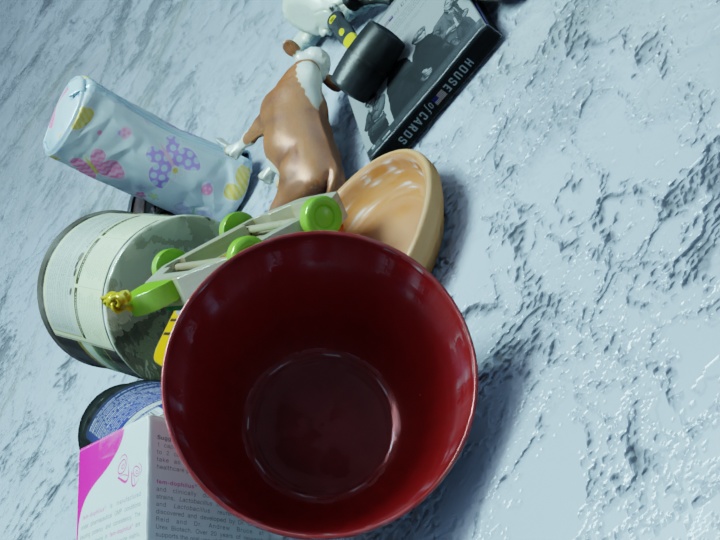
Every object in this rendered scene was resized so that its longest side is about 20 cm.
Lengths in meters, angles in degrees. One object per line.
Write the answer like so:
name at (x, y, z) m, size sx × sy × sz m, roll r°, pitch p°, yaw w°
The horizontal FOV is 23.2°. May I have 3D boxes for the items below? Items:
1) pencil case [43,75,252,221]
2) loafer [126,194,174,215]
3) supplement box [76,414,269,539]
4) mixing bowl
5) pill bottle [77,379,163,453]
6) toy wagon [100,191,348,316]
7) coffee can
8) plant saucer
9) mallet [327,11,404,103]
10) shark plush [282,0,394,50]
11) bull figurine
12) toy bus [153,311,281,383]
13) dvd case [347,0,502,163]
pencil case at (-0.202, -0.111, 1.679) m, size 0.091 × 0.199 × 0.084 m, roll -43°, pitch 33°, yaw 43°
loafer at (-0.193, -0.021, 1.724) m, size 0.063 × 0.072 × 0.201 m, roll -14°, pitch 50°, yaw 30°
supplement box at (-0.127, 0.210, 1.171) m, size 0.101 × 0.103 × 0.201 m, roll -27°, pitch 59°, yaw 49°
mixing bowl at (-0.026, 0.086, 1.140) m, size 0.108 × 0.199 × 0.201 m, roll 94°, pitch -160°, yaw -69°
pill bottle at (-0.154, 0.146, 1.364) m, size 0.112 × 0.112 × 0.200 m, roll -59°, pitch 24°, yaw -6°
toy wagon at (-0.106, -0.007, 1.347) m, size 0.199 × 0.040 × 0.155 m, roll -31°, pitch 11°, yaw -28°
coffee can at (-0.186, 0.022, 1.538) m, size 0.147 × 0.146 × 0.200 m, roll -61°, pitch 24°, yaw -11°
plant saucer at (0.000, 0.000, 1.346) m, size 0.200 × 0.037 × 0.201 m, roll -42°, pitch 27°, yaw 28°
mallet at (-0.001, -0.211, 1.560) m, size 0.066 × 0.041 × 0.200 m, roll -51°, pitch 20°, yaw 17°
shark plush at (-0.024, -0.276, 1.708) m, size 0.083 × 0.091 × 0.200 m, roll -32°, pitch 10°, yaw -22°
bull figurine at (-0.061, -0.112, 1.550) m, size 0.122 × 0.065 × 0.201 m, roll -50°, pitch 32°, yaw 29°
toy bus at (-0.086, 0.061, 1.311) m, size 0.200 × 0.065 × 0.079 m, roll -5°, pitch 56°, yaw 62°
dvd case at (0.047, -0.185, 1.504) m, size 0.150 × 0.025 × 0.200 m, roll -49°, pitch 24°, yaw 17°
